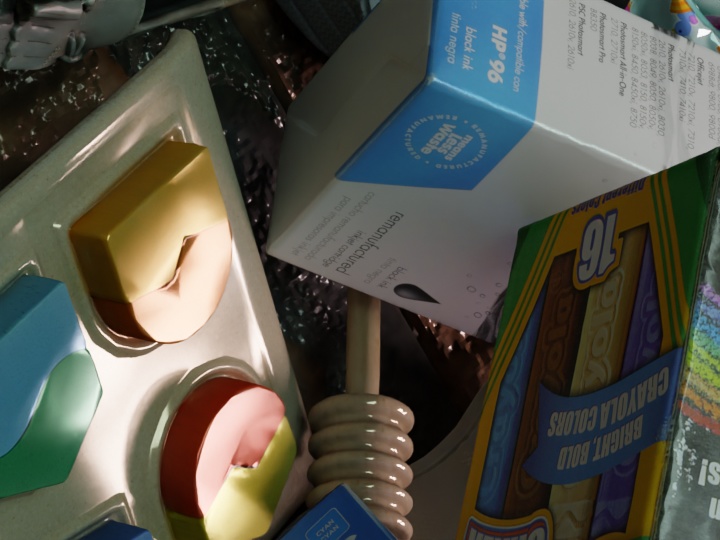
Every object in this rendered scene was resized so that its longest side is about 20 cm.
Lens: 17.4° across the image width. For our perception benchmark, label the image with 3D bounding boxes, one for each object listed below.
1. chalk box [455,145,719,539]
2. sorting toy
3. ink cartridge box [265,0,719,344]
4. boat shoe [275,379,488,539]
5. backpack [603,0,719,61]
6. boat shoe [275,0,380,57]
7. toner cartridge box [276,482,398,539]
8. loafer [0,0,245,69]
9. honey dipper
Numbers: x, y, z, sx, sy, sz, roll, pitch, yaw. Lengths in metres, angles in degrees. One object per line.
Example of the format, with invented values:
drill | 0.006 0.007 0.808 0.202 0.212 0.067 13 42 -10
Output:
chalk box | 0.107 0.086 0.702 0.124 0.124 0.201 20 73 -20
sorting toy | -0.076 0.050 0.739 0.200 0.036 0.186 -51 137 -42
ink cartridge box | 0.083 -0.023 0.809 0.199 0.116 0.068 21 52 -20
boat shoe | 0.035 0.099 0.852 0.200 0.076 0.060 -34 147 -23
backpack | 0.125 -0.096 0.874 0.199 0.167 0.127 17 73 -27
boat shoe | -0.020 -0.174 0.850 0.062 0.072 0.201 -25 95 -32
toner cartridge box | 0.021 0.167 0.785 0.095 0.043 0.200 -43 126 -4
loafer | -0.081 -0.102 0.744 0.063 0.072 0.200 28 22 10
honey dipper | 0.000 0.000 0.841 0.038 0.038 0.201 17 60 -32
